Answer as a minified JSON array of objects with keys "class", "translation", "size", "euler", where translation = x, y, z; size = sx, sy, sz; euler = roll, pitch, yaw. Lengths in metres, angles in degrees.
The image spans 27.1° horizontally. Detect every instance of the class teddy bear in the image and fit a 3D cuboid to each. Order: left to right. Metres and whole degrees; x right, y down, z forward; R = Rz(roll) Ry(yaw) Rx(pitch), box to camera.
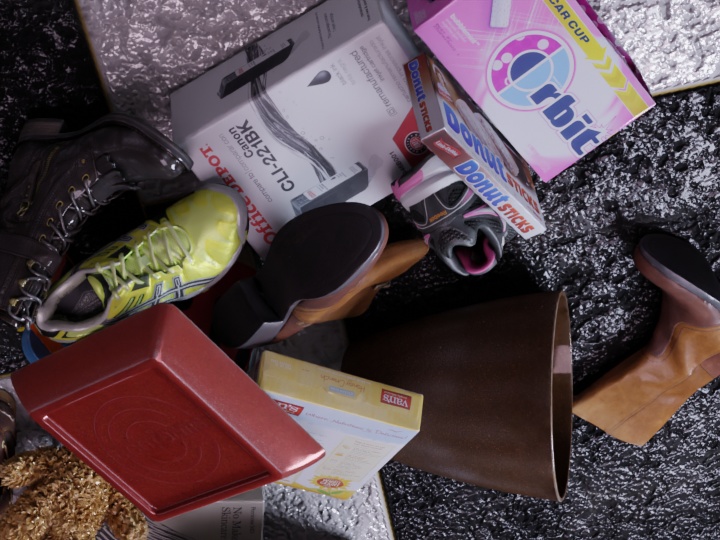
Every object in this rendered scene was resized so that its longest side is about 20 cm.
[{"class":"teddy bear","translation":[-0.266,0.212,1.372],"size":[0.199,0.145,0.067],"euler":[-36,170,-18]}]

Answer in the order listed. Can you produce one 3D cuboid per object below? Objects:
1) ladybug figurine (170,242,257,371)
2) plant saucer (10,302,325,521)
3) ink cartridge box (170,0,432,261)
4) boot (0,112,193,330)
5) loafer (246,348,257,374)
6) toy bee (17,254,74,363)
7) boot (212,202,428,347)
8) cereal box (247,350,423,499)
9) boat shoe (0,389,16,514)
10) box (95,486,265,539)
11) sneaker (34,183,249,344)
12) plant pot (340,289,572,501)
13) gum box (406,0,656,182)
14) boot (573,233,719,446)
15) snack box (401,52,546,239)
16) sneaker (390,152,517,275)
[{"class":"ladybug figurine","translation":[-0.141,0.047,1.277],"size":[0.135,0.072,0.202],"euler":[13,84,-39]},{"class":"plant saucer","translation":[-0.163,0.130,1.222],"size":[0.198,0.037,0.200],"euler":[-23,123,34]},{"class":"ink cartridge box","translation":[-0.037,-0.120,1.222],"size":[0.199,0.084,0.145],"euler":[-28,125,13]},{"class":"boot","translation":[-0.232,-0.032,1.171],"size":[0.198,0.176,0.069],"euler":[3,152,37]},{"class":"loafer","translation":[-0.141,0.110,1.396],"size":[0.071,0.063,0.202],"euler":[23,108,8]},{"class":"toy bee","translation":[-0.247,0.050,1.322],"size":[0.130,0.109,0.202],"euler":[1,117,29]},{"class":"boot","translation":[0.000,0.000,1.242],"size":[0.199,0.069,0.188],"euler":[-10,150,-53]},{"class":"cereal box","translation":[-0.045,0.138,1.292],"size":[0.142,0.040,0.200],"euler":[16,150,-13]},{"class":"boat shoe","translation":[-0.366,0.207,1.424],"size":[0.070,0.071,0.201],"euler":[4,126,-12]},{"class":"box","translation":[-0.194,0.231,1.463],"size":[0.198,0.069,0.083],"euler":[0,125,-7]},{"class":"sneaker","translation":[-0.172,0.003,1.187],"size":[0.199,0.076,0.076],"euler":[-36,88,13]},{"class":"plant pot","translation":[0.087,0.111,1.365],"size":[0.198,0.188,0.188],"euler":[0,128,14]},{"class":"gum box","translation":[0.135,-0.182,1.210],"size":[0.113,0.066,0.200],"euler":[-35,122,18]},{"class":"boot","translation":[0.272,0.069,1.428],"size":[0.187,0.069,0.200],"euler":[27,125,-33]},{"class":"snack box","translation":[0.093,-0.095,1.187],"size":[0.024,0.073,0.200],"euler":[-23,149,20]},{"class":"sneaker","translation":[0.089,-0.033,1.253],"size":[0.080,0.087,0.199],"euler":[-31,163,22]}]
